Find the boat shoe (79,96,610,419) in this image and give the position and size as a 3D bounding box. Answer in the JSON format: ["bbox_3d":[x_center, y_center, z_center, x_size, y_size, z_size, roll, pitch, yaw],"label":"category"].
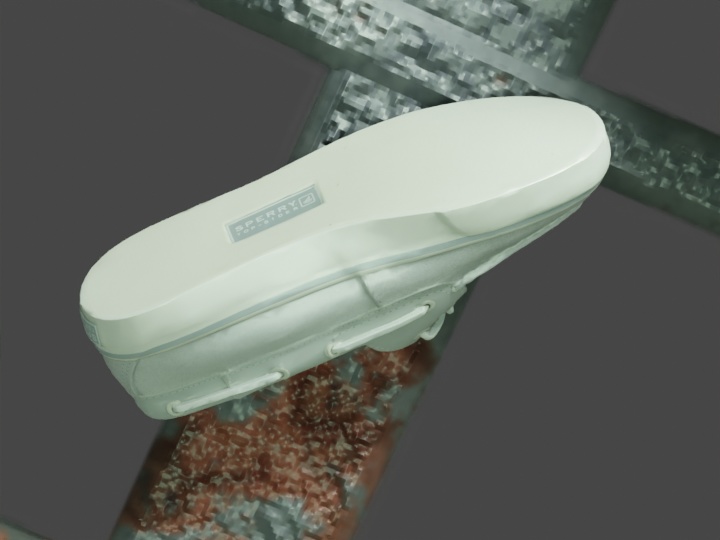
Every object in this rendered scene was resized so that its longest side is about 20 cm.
[{"bbox_3d":[0.000,0.000,0.784,0.200,0.072,0.069,-25,126,-4],"label":"boat shoe"}]
